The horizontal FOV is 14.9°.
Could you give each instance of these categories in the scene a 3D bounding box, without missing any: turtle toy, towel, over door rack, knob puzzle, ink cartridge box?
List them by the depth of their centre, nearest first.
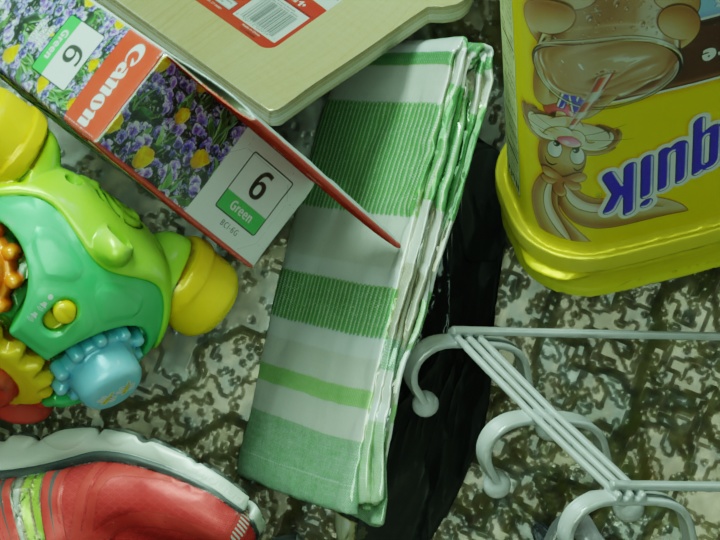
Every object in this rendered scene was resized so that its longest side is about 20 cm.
[{"bbox_3d":[0.136,0.069,1.128,0.199,0.148,0.067,-9,120,-24],"label":"over door rack"},{"bbox_3d":[-0.080,-0.056,1.142,0.050,0.109,0.200,-52,43,-2],"label":"ink cartridge box"},{"bbox_3d":[0.000,0.000,1.173,0.023,0.152,0.201,13,89,-22],"label":"towel"},{"bbox_3d":[-0.157,0.011,1.177,0.146,0.200,0.101,38,61,-25],"label":"turtle toy"},{"bbox_3d":[-0.027,-0.153,1.194,0.218,0.031,0.220,-1,48,1],"label":"knob puzzle"}]

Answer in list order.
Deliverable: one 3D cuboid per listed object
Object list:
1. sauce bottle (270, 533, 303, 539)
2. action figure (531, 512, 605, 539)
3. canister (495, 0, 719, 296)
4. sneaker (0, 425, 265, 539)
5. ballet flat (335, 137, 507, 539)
[{"bbox_3d":[-0.118,0.159,1.213,0.199,0.066,0.066,-11,87,5],"label":"sauce bottle"},{"bbox_3d":[0.159,0.163,1.174,0.193,0.105,0.201,28,115,0],"label":"action figure"},{"bbox_3d":[0.126,-0.095,1.120,0.148,0.201,0.087,-14,49,-6],"label":"canister"},{"bbox_3d":[-0.133,0.118,1.173,0.199,0.077,0.085,-1,56,24],"label":"sneaker"},{"bbox_3d":[0.023,0.036,1.219,0.057,0.066,0.201,11,87,45],"label":"ballet flat"}]
